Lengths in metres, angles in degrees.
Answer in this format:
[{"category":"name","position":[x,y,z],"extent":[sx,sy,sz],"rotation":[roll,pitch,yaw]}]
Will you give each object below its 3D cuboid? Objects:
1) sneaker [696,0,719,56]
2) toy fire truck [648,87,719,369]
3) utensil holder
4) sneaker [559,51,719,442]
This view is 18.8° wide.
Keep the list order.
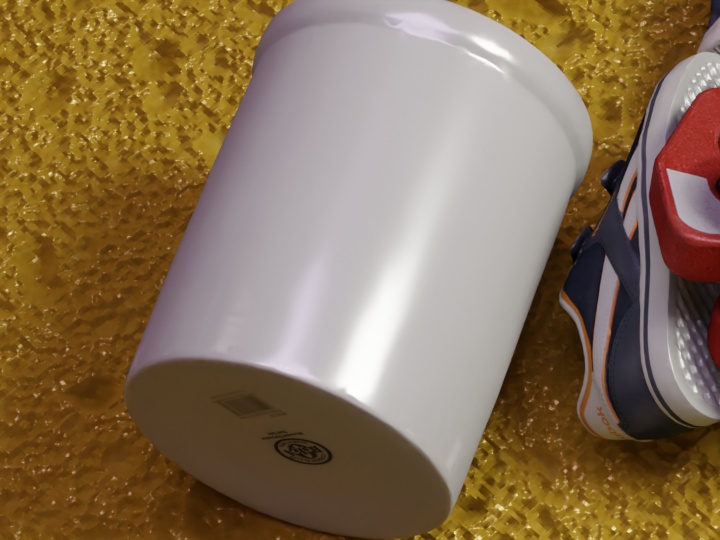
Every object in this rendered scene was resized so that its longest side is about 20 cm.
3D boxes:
[{"category":"sneaker","position":[0.261,-0.161,1.082],"extent":[0.200,0.081,0.147],"rotation":[-21,29,43]},{"category":"toy fire truck","position":[0.226,-0.035,0.973],"extent":[0.199,0.112,0.168],"rotation":[3,37,-4]},{"category":"utensil holder","position":[0.000,0.000,1.005],"extent":[0.169,0.170,0.200],"rotation":[12,61,16]},{"category":"sneaker","position":[0.139,-0.012,1.029],"extent":[0.079,0.078,0.201],"rotation":[-26,40,45]}]
